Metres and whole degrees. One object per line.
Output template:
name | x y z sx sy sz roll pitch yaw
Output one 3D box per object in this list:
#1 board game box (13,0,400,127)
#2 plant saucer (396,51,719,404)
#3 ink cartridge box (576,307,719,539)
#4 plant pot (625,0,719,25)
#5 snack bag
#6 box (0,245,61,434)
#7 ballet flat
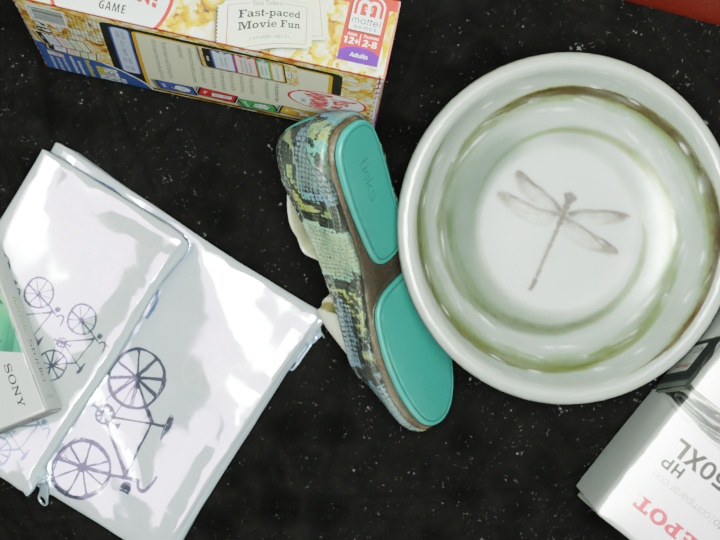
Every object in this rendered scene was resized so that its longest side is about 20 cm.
board game box | -0.082 -0.130 1.050 0.200 0.152 0.046 13 82 -1
plant saucer | 0.116 -0.024 1.098 0.200 0.050 0.200 0 91 -9
ink cartridge box | 0.243 0.100 1.092 0.145 0.084 0.200 38 91 -2
plant pot | 0.204 -0.246 1.036 0.200 0.176 0.200 14 92 -1
snack bag | -0.149 0.055 1.123 0.200 0.021 0.189 33 91 -1
box | -0.291 0.050 1.103 0.200 0.036 0.144 -22 86 5
ballet flat | 0.000 0.000 1.097 0.074 0.074 0.200 -15 110 1
